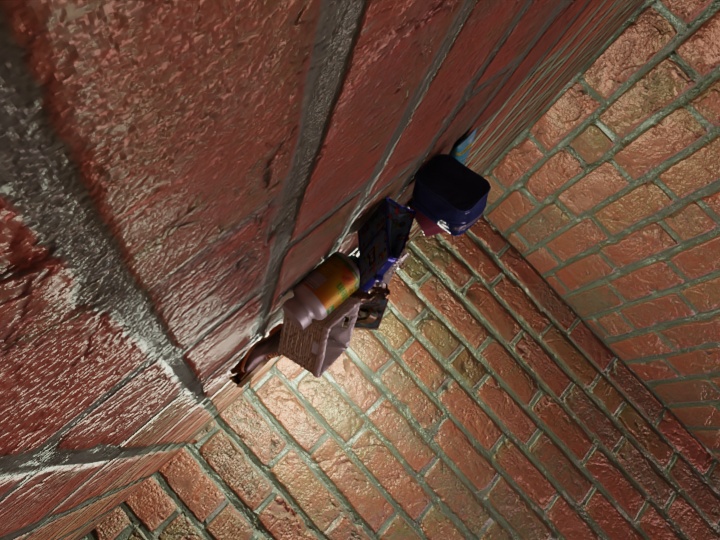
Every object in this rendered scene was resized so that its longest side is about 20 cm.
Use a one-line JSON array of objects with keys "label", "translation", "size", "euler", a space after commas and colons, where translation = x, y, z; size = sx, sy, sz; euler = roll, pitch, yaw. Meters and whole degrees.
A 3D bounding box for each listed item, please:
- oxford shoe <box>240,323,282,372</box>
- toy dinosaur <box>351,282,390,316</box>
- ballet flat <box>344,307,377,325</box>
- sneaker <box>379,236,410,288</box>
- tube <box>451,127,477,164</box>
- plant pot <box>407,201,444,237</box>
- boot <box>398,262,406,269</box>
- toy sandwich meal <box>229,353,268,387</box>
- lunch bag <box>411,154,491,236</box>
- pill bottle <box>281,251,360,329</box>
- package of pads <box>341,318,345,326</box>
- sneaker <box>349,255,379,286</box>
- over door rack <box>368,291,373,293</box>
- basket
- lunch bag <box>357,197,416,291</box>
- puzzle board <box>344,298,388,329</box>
[{"label": "oxford shoe", "translation": [-0.295, 0.256, 1.636], "size": [0.200, 0.073, 0.071], "euler": [-46, 154, -24]}, {"label": "toy dinosaur", "translation": [-0.012, 0.060, 1.692], "size": [0.136, 0.200, 0.086], "euler": [-55, 176, -8]}, {"label": "ballet flat", "translation": [-0.039, 0.156, 1.780], "size": [0.199, 0.068, 0.072], "euler": [-3, 163, 23]}, {"label": "sneaker", "translation": [0.116, -0.034, 1.726], "size": [0.073, 0.084, 0.201], "euler": [33, 71, -63]}, {"label": "tube", "translation": [0.292, -0.345, 1.490], "size": [0.077, 0.050, 0.200], "euler": [-50, 172, -8]}, {"label": "plant pot", "translation": [0.266, -0.209, 1.719], "size": [0.179, 0.200, 0.200], "euler": [-27, 178, 6]}, {"label": "boot", "translation": [0.066, 0.023, 1.929], "size": [0.200, 0.066, 0.175], "euler": [-48, -155, -8]}, {"label": "toy sandwich meal", "translation": [-0.373, 0.321, 1.756], "size": [0.205, 0.070, 0.205], "euler": [-44, -179, 1]}, {"label": "lunch bag", "translation": [0.226, -0.195, 1.345], "size": [0.136, 0.200, 0.132], "euler": [-39, 157, -22]}, {"label": "pill bottle", "translation": [-0.098, 0.054, 1.296], "size": [0.200, 0.111, 0.111], "euler": [-42, 176, -19]}, {"label": "package of pads", "translation": [-0.159, 0.191, 1.772], "size": [0.200, 0.154, 0.068], "euler": [-48, -165, 47]}, {"label": "sneaker", "translation": [0.000, 0.000, 1.619], "size": [0.200, 0.120, 0.084], "euler": [-92, -177, -78]}, {"label": "over door rack", "translation": [-0.055, 0.099, 1.799], "size": [0.199, 0.067, 0.148], "euler": [1, 173, -2]}, {"label": "basket", "translation": [-0.125, 0.175, 1.565], "size": [0.200, 0.161, 0.199], "euler": [-37, 147, -52]}, {"label": "lunch bag", "translation": [0.055, -0.049, 1.249], "size": [0.151, 0.094, 0.200], "euler": [-47, -154, 46]}, {"label": "puzzle board", "translation": [-0.011, 0.147, 1.860], "size": [0.151, 0.199, 0.017], "euler": [-67, 151, -43]}]
